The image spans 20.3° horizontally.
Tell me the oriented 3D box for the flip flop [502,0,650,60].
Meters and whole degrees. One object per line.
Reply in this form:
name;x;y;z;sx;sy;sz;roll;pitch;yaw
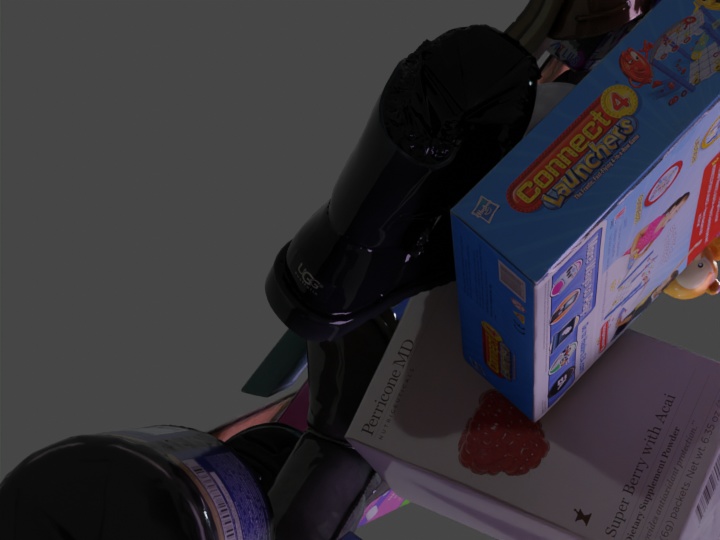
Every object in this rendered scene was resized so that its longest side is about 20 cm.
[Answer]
flip flop;0.126;-0.146;1.107;0.201;0.057;0.081;-54;171;28

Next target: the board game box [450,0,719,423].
board game box;0.134;-0.039;1.011;0.196;0.056;0.200;-45;161;-13

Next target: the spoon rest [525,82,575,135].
spoon rest;0.117;-0.076;1.162;0.099;0.061;0.200;-46;-171;-13

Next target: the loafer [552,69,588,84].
loafer;0.197;-0.084;1.356;0.072;0.063;0.200;-42;-145;-5

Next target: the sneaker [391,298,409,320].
sneaker;0.050;0.010;1.281;0.200;0.075;0.105;-52;-173;26

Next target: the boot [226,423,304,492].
boot;-0.075;0.166;1.349;0.201;0.076;0.168;-62;176;18

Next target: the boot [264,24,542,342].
boot;0.050;-0.059;1.026;0.200;0.077;0.168;-33;167;-43

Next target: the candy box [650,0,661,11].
candy box;0.219;-0.155;1.197;0.170;0.077;0.200;-57;175;-18

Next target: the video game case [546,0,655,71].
video game case;0.196;-0.208;1.283;0.182;0.036;0.200;-53;171;14

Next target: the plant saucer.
plant saucer;0.000;0.000;1.241;0.200;0.019;0.070;-51;172;12

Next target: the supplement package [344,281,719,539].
supplement package;0.113;0.095;1.138;0.122;0.198;0.120;-64;156;-13

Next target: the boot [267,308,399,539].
boot;-0.039;0.127;1.168;0.200;0.072;0.183;-47;135;-32

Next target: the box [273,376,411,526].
box;0.049;0.083;1.499;0.176;0.097;0.200;-53;163;21

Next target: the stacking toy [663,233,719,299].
stacking toy;0.245;-0.055;1.182;0.200;0.116;0.110;-41;163;-17

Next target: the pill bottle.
pill bottle;-0.101;0.131;0.957;0.112;0.112;0.200;-50;171;4

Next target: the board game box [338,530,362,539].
board game box;-0.050;0.229;1.055;0.199;0.043;0.200;-42;161;-3
